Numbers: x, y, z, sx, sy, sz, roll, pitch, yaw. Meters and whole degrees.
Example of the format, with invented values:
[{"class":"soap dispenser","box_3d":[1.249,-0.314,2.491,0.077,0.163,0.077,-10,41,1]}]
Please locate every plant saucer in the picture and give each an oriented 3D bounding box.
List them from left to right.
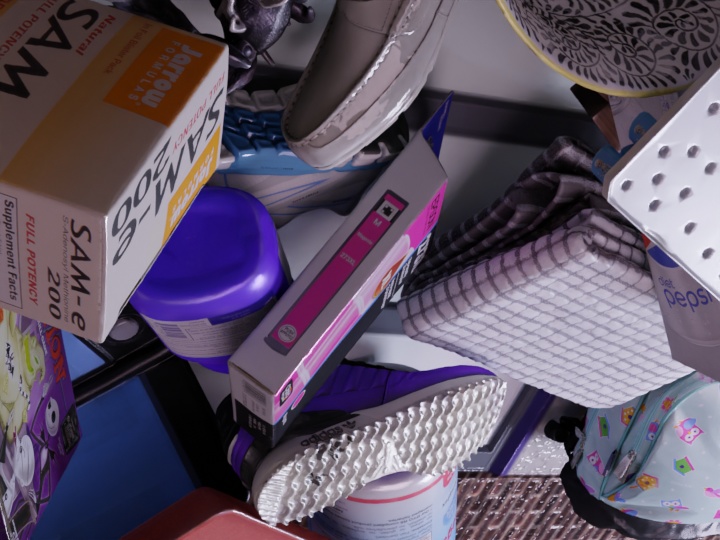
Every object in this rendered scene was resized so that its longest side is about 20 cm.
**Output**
[{"class":"plant saucer","box_3d":[-0.112,0.206,0.849,0.199,0.037,0.200,-33,145,14]}]

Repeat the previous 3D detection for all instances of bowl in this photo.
[{"class":"bowl","box_3d":[0.110,-0.185,0.595,0.198,0.094,0.203,-9,112,-24]}]

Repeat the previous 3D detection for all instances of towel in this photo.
[{"class":"towel","box_3d":[0.140,0.009,0.845,0.198,0.087,0.165,21,147,-32]}]

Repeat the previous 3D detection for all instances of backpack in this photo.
[{"class":"backpack","box_3d":[0.244,0.103,0.980,0.165,0.127,0.202,0,130,-18]}]

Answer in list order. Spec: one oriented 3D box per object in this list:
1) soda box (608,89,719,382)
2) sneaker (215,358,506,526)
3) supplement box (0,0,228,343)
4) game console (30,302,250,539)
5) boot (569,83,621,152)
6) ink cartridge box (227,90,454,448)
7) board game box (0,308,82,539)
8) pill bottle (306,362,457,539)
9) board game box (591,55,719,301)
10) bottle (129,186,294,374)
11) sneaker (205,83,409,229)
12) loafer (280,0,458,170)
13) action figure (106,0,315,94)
[{"class":"soda box","box_3d":[0.188,-0.040,0.713,0.068,0.063,0.202,-28,117,-17]},{"class":"sneaker","box_3d":[-0.002,0.080,0.831,0.198,0.099,0.070,-11,129,-36]},{"class":"supplement box","box_3d":[-0.170,-0.065,0.570,0.198,0.127,0.074,18,134,7]},{"class":"game console","box_3d":[-0.195,0.107,0.800,0.198,0.117,0.176,-28,146,5]},{"class":"boot","box_3d":[0.182,-0.175,0.726,0.199,0.065,0.186,-37,135,10]},{"class":"ink cartridge box","box_3d":[0.000,0.000,0.743,0.201,0.037,0.095,-53,169,-21]},{"class":"board game box","box_3d":[-0.186,0.034,0.689,0.032,0.120,0.202,-3,117,4]},{"class":"pill bottle","box_3d":[0.015,0.167,0.959,0.107,0.109,0.201,-13,137,-10]},{"class":"board game box","box_3d":[0.227,-0.068,0.628,0.200,0.026,0.199,-47,130,12]},{"class":"bottle","box_3d":[-0.077,0.015,0.753,0.082,0.066,0.200,-10,163,1]},{"class":"sneaker","box_3d":[-0.074,-0.054,0.729,0.198,0.076,0.087,3,138,-25]},{"class":"loafer","box_3d":[0.016,-0.144,0.661,0.069,0.070,0.201,26,100,-40]},{"class":"action figure","box_3d":[-0.062,-0.154,0.611,0.119,0.102,0.200,-52,178,-7]}]
